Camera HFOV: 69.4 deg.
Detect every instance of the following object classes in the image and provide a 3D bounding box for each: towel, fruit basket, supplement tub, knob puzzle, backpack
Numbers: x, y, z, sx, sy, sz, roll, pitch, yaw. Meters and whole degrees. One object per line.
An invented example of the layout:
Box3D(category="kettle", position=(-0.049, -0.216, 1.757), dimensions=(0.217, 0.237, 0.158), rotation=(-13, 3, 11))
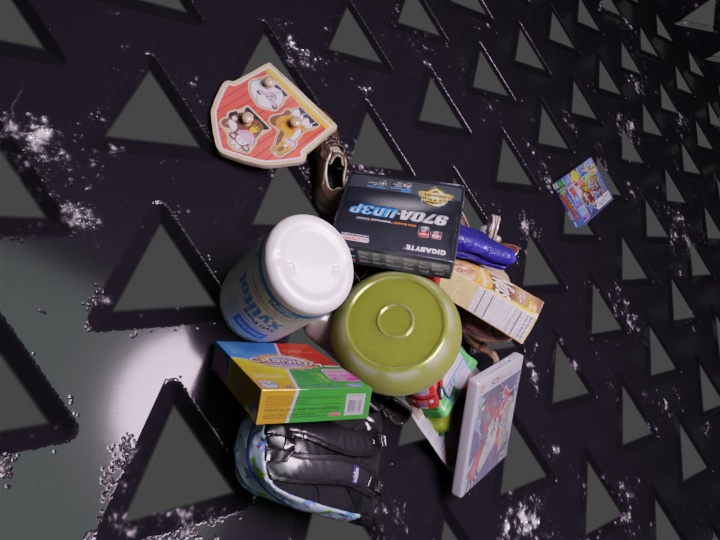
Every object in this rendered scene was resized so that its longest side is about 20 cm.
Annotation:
Box3D(category="towel", position=(0.168, -0.057, 0.949), dimensions=(0.196, 0.148, 0.051), rotation=(16, 105, -21))
Box3D(category="fruit basket", position=(0.170, 0.232, 0.909), dimensions=(0.202, 0.093, 0.185), rotation=(52, 53, -11))
Box3D(category="supplement tub", position=(-0.108, 0.019, 0.728), dimensions=(0.129, 0.199, 0.135), rotation=(13, 64, -29))
Box3D(category="knob puzzle", position=(-0.162, -0.254, 0.870), dimensions=(0.214, 0.031, 0.225), rotation=(7, 64, -14))
Box3D(category="backpack", position=(-0.074, 0.252, 0.712), dimensions=(0.199, 0.151, 0.167), rotation=(32, 56, -47))

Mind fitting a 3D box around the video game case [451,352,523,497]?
Box3D(category="video game case", position=(0.221, 0.258, 0.890), dimensions=(0.180, 0.023, 0.206), rotation=(-10, 111, -50))

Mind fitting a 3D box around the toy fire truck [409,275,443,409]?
Box3D(category="toy fire truck", position=(0.103, 0.097, 0.827), dimensions=(0.202, 0.048, 0.143), rotation=(-68, 144, -48))

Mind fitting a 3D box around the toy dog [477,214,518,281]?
Box3D(category="toy dog", position=(0.287, -0.003, 1.070), dimensions=(0.094, 0.132, 0.205), rotation=(12, 73, -5))

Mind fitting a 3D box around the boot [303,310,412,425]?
Box3D(category="boot", position=(-0.001, 0.142, 0.792), dimensions=(0.198, 0.068, 0.131), rotation=(36, 13, -14))

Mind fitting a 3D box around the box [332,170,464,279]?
Box3D(category="box", position=(0.060, -0.078, 0.829), dimensions=(0.195, 0.046, 0.162), rotation=(10, 55, 9))

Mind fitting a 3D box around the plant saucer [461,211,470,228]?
Box3D(category="plant saucer", position=(0.143, -0.070, 1.039), dimensions=(0.196, 0.036, 0.206), rotation=(13, 66, -31))

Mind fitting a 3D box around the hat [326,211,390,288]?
Box3D(category="hat", position=(0.000, 0.000, 0.888), dimensions=(0.196, 0.081, 0.205), rotation=(13, 59, -23))

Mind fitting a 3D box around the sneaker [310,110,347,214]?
Box3D(category="sneaker", position=(-0.049, -0.206, 0.933), dimensions=(0.069, 0.075, 0.205), rotation=(2, 72, -33))

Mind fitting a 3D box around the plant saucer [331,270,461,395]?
Box3D(category="plant saucer", position=(0.051, 0.079, 0.761), dimensions=(0.194, 0.031, 0.204), rotation=(-3, 58, 4))

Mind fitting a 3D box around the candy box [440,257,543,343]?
Box3D(category="candy box", position=(0.214, 0.038, 0.907), dimensions=(0.197, 0.056, 0.115), rotation=(31, 22, 18))

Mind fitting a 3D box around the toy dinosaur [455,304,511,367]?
Box3D(category="toy dinosaur", position=(0.204, 0.096, 0.952), dimensions=(0.135, 0.200, 0.086), rotation=(43, 94, -10))

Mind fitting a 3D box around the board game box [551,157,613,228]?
Box3D(category="board game box", position=(0.609, -0.215, 1.417), dimensions=(0.198, 0.034, 0.138), rotation=(-30, 91, -38))

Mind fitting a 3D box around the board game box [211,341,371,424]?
Box3D(category="board game box", position=(-0.099, 0.143, 0.691), dimensions=(0.150, 0.199, 0.041), rotation=(7, 95, -32))
